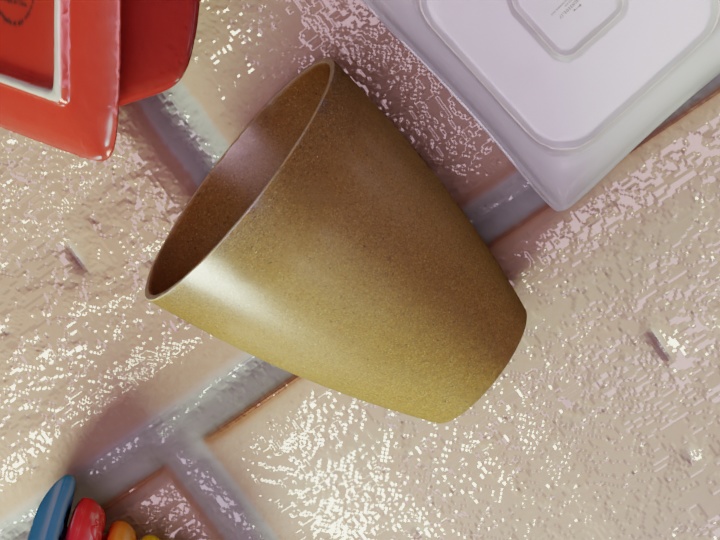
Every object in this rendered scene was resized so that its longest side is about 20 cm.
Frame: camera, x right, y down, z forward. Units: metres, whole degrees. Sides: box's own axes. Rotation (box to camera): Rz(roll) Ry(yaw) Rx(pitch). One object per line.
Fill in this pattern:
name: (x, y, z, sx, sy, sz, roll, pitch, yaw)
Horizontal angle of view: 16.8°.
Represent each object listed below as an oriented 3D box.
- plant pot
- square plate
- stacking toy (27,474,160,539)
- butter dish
plant pot: (0.000, 0.000, 1.521, 0.200, 0.186, 0.186, 37, 109, -15)
square plate: (0.129, -0.168, 1.512, 0.200, 0.028, 0.198, -42, 93, 18)
stacking toy: (-0.132, 0.224, 1.640, 0.200, 0.110, 0.116, 15, 122, -3)
butter dish: (-0.158, -0.185, 1.518, 0.200, 0.148, 0.200, 20, 114, 50)
